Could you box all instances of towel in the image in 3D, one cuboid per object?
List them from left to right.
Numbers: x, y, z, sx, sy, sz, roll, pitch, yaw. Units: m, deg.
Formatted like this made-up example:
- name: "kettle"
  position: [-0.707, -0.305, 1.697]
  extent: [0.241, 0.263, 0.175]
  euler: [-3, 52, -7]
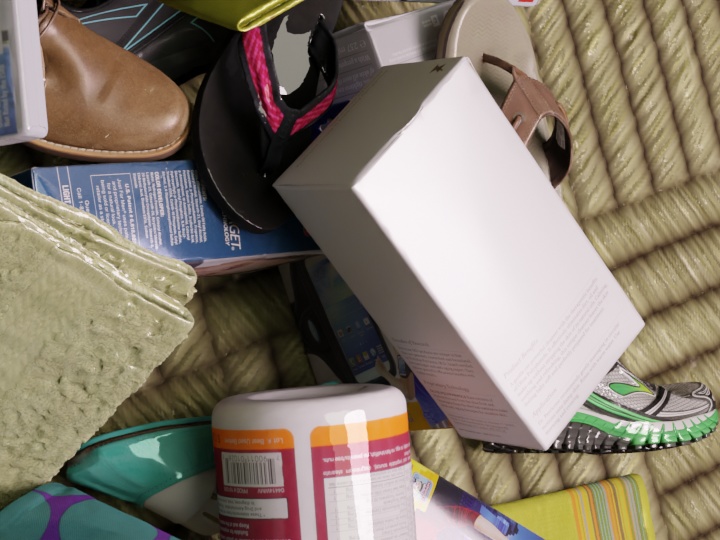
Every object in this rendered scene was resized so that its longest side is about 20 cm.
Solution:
- name: "towel"
  position: [-0.191, 0.047, 0.971]
  extent: [0.148, 0.037, 0.200]
  euler: [31, 110, -32]
- name: "towel"
  position: [-0.094, -0.171, 1.051]
  extent: [0.086, 0.200, 0.018]
  euler: [-35, 128, -26]
- name: "towel"
  position: [0.125, 0.195, 1.276]
  extent: [0.199, 0.018, 0.087]
  euler: [-6, 83, -37]

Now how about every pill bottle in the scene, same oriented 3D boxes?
- name: "pill bottle"
  position: [-0.021, 0.167, 1.038]
  extent: [0.109, 0.109, 0.201]
  euler: [-5, 91, -38]

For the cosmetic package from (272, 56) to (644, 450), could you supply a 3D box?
- name: "cosmetic package"
  position: [0.058, -0.008, 1.052]
  extent: [0.108, 0.085, 0.200]
  euler: [-47, 115, -24]

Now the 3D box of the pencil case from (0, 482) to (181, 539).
- name: "pencil case"
  position: [-0.102, 0.181, 0.970]
  extent: [0.085, 0.199, 0.093]
  euler: [-54, 153, -29]

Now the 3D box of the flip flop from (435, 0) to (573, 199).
- name: "flip flop"
  position: [0.100, -0.072, 1.142]
  extent: [0.081, 0.057, 0.201]
  euler: [-14, 93, -41]

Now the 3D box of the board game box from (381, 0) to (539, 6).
- name: "board game box"
  position: [0.010, -0.221, 1.183]
  extent: [0.199, 0.035, 0.127]
  euler: [-3, 51, -30]

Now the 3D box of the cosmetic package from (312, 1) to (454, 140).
- name: "cosmetic package"
  position: [0.030, -0.056, 1.188]
  extent: [0.090, 0.107, 0.201]
  euler: [-20, 94, -41]

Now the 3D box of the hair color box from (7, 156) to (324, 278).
- name: "hair color box"
  position: [-0.117, -0.026, 1.070]
  extent: [0.199, 0.100, 0.061]
  euler: [-6, 86, -38]

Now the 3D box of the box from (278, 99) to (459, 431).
- name: "box"
  position: [0.000, 0.000, 1.148]
  extent: [0.041, 0.119, 0.201]
  euler: [-26, 99, -37]

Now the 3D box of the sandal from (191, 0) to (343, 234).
- name: "sandal"
  position: [-0.042, -0.119, 1.053]
  extent: [0.075, 0.045, 0.201]
  euler: [25, 69, -32]

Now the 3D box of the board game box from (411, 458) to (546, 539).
- name: "board game box"
  position: [0.051, 0.248, 1.160]
  extent: [0.199, 0.062, 0.201]
  euler: [33, 68, -18]

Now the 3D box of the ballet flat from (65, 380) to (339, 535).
- name: "ballet flat"
  position: [-0.074, 0.115, 1.100]
  extent: [0.199, 0.067, 0.071]
  euler: [-10, 71, -40]

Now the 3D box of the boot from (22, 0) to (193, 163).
- name: "boot"
  position: [-0.177, -0.120, 1.007]
  extent: [0.199, 0.075, 0.074]
  euler: [24, 58, -10]

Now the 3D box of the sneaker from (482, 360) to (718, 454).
- name: "sneaker"
  position: [0.170, 0.083, 1.296]
  extent: [0.199, 0.078, 0.086]
  euler: [5, 80, -37]

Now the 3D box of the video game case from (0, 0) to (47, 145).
- name: "video game case"
  position: [-0.244, -0.152, 0.944]
  extent: [0.022, 0.181, 0.201]
  euler: [1, 83, -65]

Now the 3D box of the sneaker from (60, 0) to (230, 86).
- name: "sneaker"
  position: [-0.106, -0.149, 1.112]
  extent: [0.200, 0.075, 0.080]
  euler: [-28, 97, -36]
